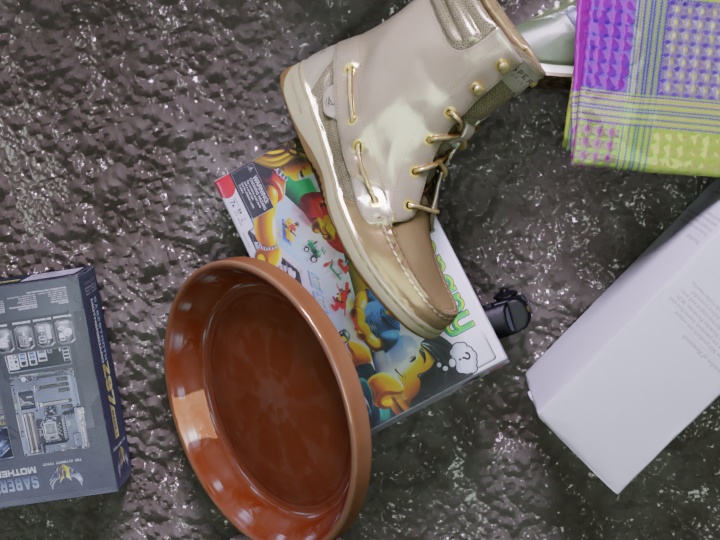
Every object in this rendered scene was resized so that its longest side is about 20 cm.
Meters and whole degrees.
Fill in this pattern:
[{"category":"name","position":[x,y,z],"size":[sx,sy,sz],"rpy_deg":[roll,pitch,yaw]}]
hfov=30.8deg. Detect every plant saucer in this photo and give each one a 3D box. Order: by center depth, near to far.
[{"category":"plant saucer","position":[-0.062,0.089,0.875],"size":[0.199,0.032,0.203],"rpy_deg":[19,117,42]}]

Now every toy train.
[{"category":"toy train","position":[0.025,0.059,0.912],"size":[0.198,0.046,0.035],"rpy_deg":[-20,98,6]}]

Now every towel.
[{"category":"towel","position":[0.204,-0.162,0.818],"size":[0.141,0.023,0.203],"rpy_deg":[4,96,-2]}]

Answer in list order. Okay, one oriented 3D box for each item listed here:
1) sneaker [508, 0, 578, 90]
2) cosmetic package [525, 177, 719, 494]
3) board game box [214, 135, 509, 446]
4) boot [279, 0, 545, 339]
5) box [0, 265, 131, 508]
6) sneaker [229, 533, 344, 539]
[{"category":"sneaker","position":[0.165,-0.166,0.864],"size":[0.197,0.067,0.091],"rpy_deg":[2,91,3]},{"category":"cosmetic package","position":[0.205,0.039,0.867],"size":[0.081,0.113,0.200],"rpy_deg":[41,101,-4]},{"category":"board game box","position":[0.000,0.000,0.882],"size":[0.125,0.035,0.202],"rpy_deg":[-28,80,5]},{"category":"boot","position":[0.051,-0.076,0.815],"size":[0.154,0.073,0.202],"rpy_deg":[-30,73,19]},{"category":"box","position":[-0.275,0.090,0.933],"size":[0.197,0.051,0.160],"rpy_deg":[-9,98,4]},{"category":"sneaker","position":[-0.075,0.283,0.939],"size":[0.103,0.075,0.203],"rpy_deg":[9,92,-3]}]
